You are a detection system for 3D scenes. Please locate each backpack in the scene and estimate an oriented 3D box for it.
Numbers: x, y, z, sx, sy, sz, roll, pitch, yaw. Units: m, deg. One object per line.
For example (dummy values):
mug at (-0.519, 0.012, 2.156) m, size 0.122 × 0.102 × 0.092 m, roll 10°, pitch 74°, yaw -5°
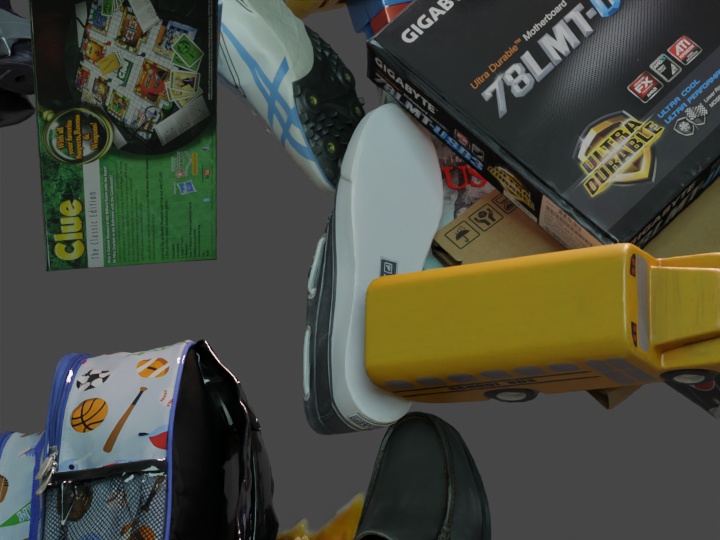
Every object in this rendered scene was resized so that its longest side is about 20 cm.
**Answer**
backpack at (-0.114, 0.138, 1.129) m, size 0.153 × 0.200 × 0.191 m, roll 1°, pitch 59°, yaw 11°

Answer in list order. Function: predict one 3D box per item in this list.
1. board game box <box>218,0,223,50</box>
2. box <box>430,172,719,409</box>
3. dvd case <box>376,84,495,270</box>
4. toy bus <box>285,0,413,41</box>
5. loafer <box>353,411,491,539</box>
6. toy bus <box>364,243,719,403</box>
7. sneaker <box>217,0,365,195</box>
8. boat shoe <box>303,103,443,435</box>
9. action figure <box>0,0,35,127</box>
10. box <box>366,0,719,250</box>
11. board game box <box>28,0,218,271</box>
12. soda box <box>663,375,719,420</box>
board game box at (-0.145, -0.191, 1.294) m, size 0.036 × 0.151 × 0.201 m, roll -26°, pitch 69°, yaw -17°
box at (0.166, -0.026, 1.263) m, size 0.200 × 0.021 × 0.163 m, roll -36°, pitch 53°, yaw -16°
dvd case at (0.096, -0.050, 1.327) m, size 0.145 × 0.022 × 0.201 m, roll -6°, pitch 64°, yaw -10°
toy bus at (0.035, -0.227, 1.353) m, size 0.199 × 0.136 × 0.193 m, roll -18°, pitch 83°, yaw -23°
loafer at (0.026, 0.157, 1.170) m, size 0.072 × 0.072 × 0.201 m, roll -20°, pitch 48°, yaw 24°
toy bus at (0.106, 0.029, 1.168) m, size 0.199 × 0.078 × 0.066 m, roll -8°, pitch 70°, yaw 29°
sneaker at (-0.062, -0.128, 1.330) m, size 0.072 × 0.072 × 0.201 m, roll -22°, pitch 77°, yaw -54°
boat shoe at (0.000, 0.000, 1.264) m, size 0.071 × 0.068 × 0.201 m, roll 18°, pitch 66°, yaw -36°
action figure at (-0.241, -0.191, 1.306) m, size 0.069 × 0.130 × 0.201 m, roll -1°, pitch 63°, yaw -44°
box at (0.140, -0.125, 1.269) m, size 0.200 × 0.050 × 0.198 m, roll -41°, pitch 73°, yaw -19°
board game box at (-0.133, -0.083, 1.219) m, size 0.104 × 0.201 × 0.024 m, roll -5°, pitch 43°, yaw -10°
soda box at (0.253, -0.008, 1.297) m, size 0.063 × 0.071 × 0.200 m, roll 35°, pitch 65°, yaw 11°
